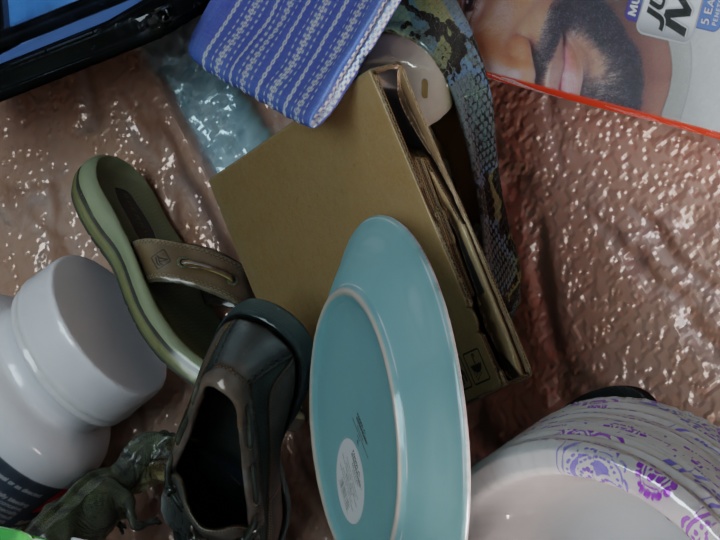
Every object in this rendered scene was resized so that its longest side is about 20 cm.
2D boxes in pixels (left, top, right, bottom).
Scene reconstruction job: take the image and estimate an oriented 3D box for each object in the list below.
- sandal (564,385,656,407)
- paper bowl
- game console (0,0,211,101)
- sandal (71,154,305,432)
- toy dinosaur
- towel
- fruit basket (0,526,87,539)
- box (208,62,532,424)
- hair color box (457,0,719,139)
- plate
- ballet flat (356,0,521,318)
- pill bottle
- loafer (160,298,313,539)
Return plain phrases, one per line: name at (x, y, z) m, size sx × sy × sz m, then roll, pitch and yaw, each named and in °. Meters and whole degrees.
sandal at (0.073, 0.133, 1.447) m, size 0.200 × 0.048 × 0.076 m, roll -42°, pitch 63°, yaw 20°
paper bowl at (0.135, 0.154, 1.345) m, size 0.200 × 0.104 × 0.202 m, roll 18°, pitch 121°, yaw 33°
game console at (-0.167, -0.175, 1.615) m, size 0.199 × 0.176 × 0.117 m, roll -18°, pitch 101°, yaw 30°
sandal at (-0.089, 0.005, 1.555) m, size 0.057 × 0.080 × 0.201 m, roll -42°, pitch 62°, yaw 15°
toy dinosaur at (-0.157, 0.159, 1.550) m, size 0.047 × 0.200 × 0.089 m, roll 16°, pitch 130°, yaw 46°
towel at (-0.023, -0.152, 1.453) m, size 0.145 × 0.024 × 0.200 m, roll -60°, pitch 24°, yaw 2°
fruit basket at (-0.202, 0.219, 1.402) m, size 0.184 × 0.094 × 0.201 m, roll 4°, pitch 82°, yaw 38°
box at (0.000, 0.000, 1.444) m, size 0.200 × 0.021 × 0.164 m, roll -29°, pitch 84°, yaw 61°
hair color box at (0.134, -0.134, 1.440) m, size 0.199 × 0.064 × 0.112 m, roll 17°, pitch 93°, yaw 35°
plate at (0.007, 0.075, 1.370) m, size 0.200 × 0.025 × 0.202 m, roll 175°, pitch 90°, yaw -71°
ballet flat at (0.032, -0.056, 1.445) m, size 0.074 × 0.074 × 0.201 m, roll -11°, pitch 103°, yaw 31°
pill bottle at (-0.207, 0.084, 1.594) m, size 0.200 × 0.119 × 0.120 m, roll -36°, pitch 65°, yaw 24°
loafer at (-0.073, 0.101, 1.481) m, size 0.072 × 0.063 × 0.201 m, roll 26°, pitch 134°, yaw 15°
